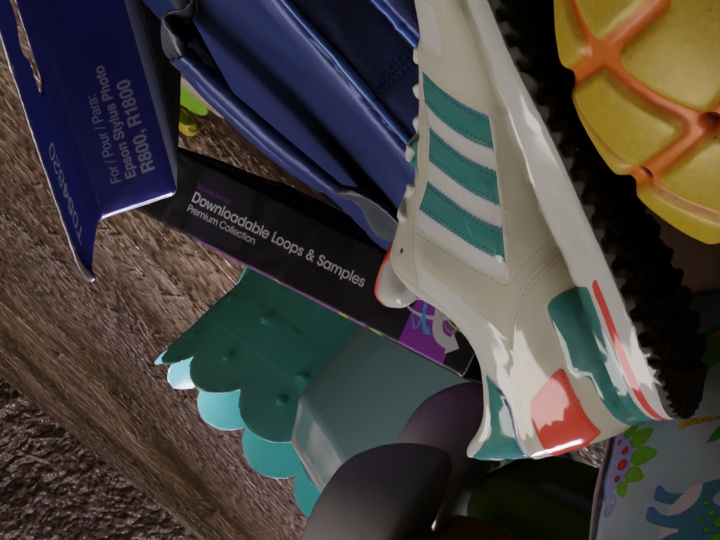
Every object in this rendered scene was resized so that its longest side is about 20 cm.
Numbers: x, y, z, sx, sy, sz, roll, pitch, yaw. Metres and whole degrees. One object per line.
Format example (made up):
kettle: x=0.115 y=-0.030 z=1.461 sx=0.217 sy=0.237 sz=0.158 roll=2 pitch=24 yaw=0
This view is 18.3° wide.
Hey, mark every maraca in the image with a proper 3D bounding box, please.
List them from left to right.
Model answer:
maraca: x=0.107 y=-0.079 z=0.657 sx=0.137 sy=0.107 sz=0.200 roll=23 pitch=155 yaw=55

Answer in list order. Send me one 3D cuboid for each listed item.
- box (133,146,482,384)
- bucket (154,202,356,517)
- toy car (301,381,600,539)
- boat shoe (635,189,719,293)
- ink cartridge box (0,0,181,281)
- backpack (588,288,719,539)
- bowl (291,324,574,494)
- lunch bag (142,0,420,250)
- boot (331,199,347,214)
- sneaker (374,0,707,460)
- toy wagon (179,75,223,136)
box: x=0.000 y=0.000 z=0.967 sx=0.200 sy=0.036 sz=0.143 roll=28 pitch=-175 yaw=29
bucket: x=-0.002 y=0.068 z=1.277 sx=0.207 sy=0.135 sz=0.207 roll=40 pitch=170 yaw=9
toy car: x=0.067 y=0.150 z=0.921 sx=0.175 sy=0.150 sz=0.200 roll=26 pitch=-157 yaw=15
boat shoe: x=0.132 y=-0.003 z=0.872 sx=0.075 sy=0.075 sz=0.202 roll=40 pitch=166 yaw=-4
ink cartridge box: x=-0.110 y=-0.131 z=0.875 sx=0.200 sy=0.040 sz=0.200 roll=-93 pitch=-8 yaw=-55
backpack: x=0.174 y=0.096 z=0.724 sx=0.199 sy=0.183 sz=0.147 roll=-6 pitch=140 yaw=27
bowl: x=0.039 y=0.104 z=1.094 sx=0.201 sy=0.105 sz=0.201 roll=57 pitch=175 yaw=8
lunch bag: x=0.005 y=-0.096 z=0.816 sx=0.200 sy=0.132 sz=0.136 roll=45 pitch=165 yaw=-16
boot: x=0.007 y=-0.078 z=1.003 sx=0.107 sy=0.075 sz=0.200 roll=14 pitch=157 yaw=51
sneaker: x=0.034 y=-0.032 z=0.722 sx=0.070 sy=0.093 sz=0.200 roll=-14 pitch=-100 yaw=-64
toy wagon: x=-0.094 y=-0.127 z=1.166 sx=0.155 sy=0.040 sz=0.200 roll=39 pitch=166 yaw=8
